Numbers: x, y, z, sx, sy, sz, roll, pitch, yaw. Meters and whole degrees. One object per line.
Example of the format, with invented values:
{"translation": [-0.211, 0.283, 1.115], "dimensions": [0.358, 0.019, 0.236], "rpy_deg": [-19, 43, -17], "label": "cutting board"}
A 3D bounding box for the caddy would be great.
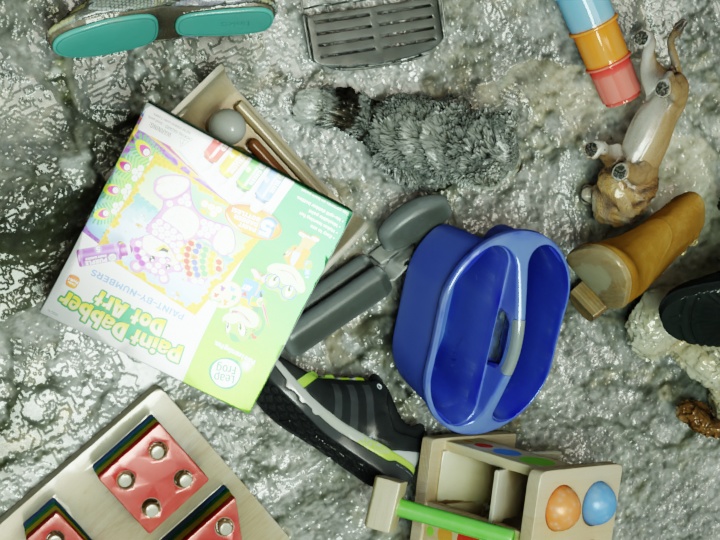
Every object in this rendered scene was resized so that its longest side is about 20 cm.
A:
{"translation": [0.114, 0.050, 1.183], "dimensions": [0.141, 0.105, 0.201], "rpy_deg": [-2, 113, -31], "label": "caddy"}

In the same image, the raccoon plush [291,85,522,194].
{"translation": [0.047, -0.113, 1.154], "dimensions": [0.199, 0.134, 0.097], "rpy_deg": [0, 97, -18], "label": "raccoon plush"}

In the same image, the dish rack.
{"translation": [0.007, -0.283, 1.167], "dimensions": [0.153, 0.055, 0.201], "rpy_deg": [-12, 100, -16], "label": "dish rack"}

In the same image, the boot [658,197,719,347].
{"translation": [0.368, -0.017, 1.216], "dimensions": [0.197, 0.163, 0.074], "rpy_deg": [-9, 133, 9], "label": "boot"}

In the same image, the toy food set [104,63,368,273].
{"translation": [-0.106, -0.061, 1.150], "dimensions": [0.144, 0.060, 0.200], "rpy_deg": [-46, 106, -9], "label": "toy food set"}

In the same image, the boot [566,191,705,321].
{"translation": [0.265, -0.027, 1.213], "dimensions": [0.144, 0.201, 0.071], "rpy_deg": [-41, 78, -6], "label": "boot"}

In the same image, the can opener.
{"translation": [0.000, 0.000, 1.194], "dimensions": [0.200, 0.053, 0.067], "rpy_deg": [-38, 124, -9], "label": "can opener"}

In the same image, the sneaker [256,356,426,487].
{"translation": [-0.018, 0.125, 1.207], "dimensions": [0.200, 0.072, 0.083], "rpy_deg": [40, 62, -20], "label": "sneaker"}

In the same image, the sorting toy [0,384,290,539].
{"translation": [-0.189, 0.244, 1.151], "dimensions": [0.200, 0.070, 0.199], "rpy_deg": [-41, 106, -10], "label": "sorting toy"}

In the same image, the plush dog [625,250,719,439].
{"translation": [0.387, 0.079, 1.295], "dimensions": [0.200, 0.160, 0.172], "rpy_deg": [-34, 128, -12], "label": "plush dog"}

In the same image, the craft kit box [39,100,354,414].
{"translation": [-0.137, -0.010, 1.103], "dimensions": [0.199, 0.049, 0.198], "rpy_deg": [27, 96, -11], "label": "craft kit box"}

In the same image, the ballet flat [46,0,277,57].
{"translation": [-0.173, -0.228, 1.116], "dimensions": [0.199, 0.072, 0.072], "rpy_deg": [-11, 99, -17], "label": "ballet flat"}

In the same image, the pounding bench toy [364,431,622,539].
{"translation": [0.121, 0.226, 1.167], "dimensions": [0.199, 0.156, 0.125], "rpy_deg": [4, 95, -45], "label": "pounding bench toy"}

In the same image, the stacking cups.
{"translation": [0.217, -0.253, 1.234], "dimensions": [0.060, 0.060, 0.201], "rpy_deg": [-32, 105, -12], "label": "stacking cups"}

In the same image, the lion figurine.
{"translation": [0.270, -0.133, 1.227], "dimensions": [0.122, 0.072, 0.201], "rpy_deg": [12, 111, -58], "label": "lion figurine"}
